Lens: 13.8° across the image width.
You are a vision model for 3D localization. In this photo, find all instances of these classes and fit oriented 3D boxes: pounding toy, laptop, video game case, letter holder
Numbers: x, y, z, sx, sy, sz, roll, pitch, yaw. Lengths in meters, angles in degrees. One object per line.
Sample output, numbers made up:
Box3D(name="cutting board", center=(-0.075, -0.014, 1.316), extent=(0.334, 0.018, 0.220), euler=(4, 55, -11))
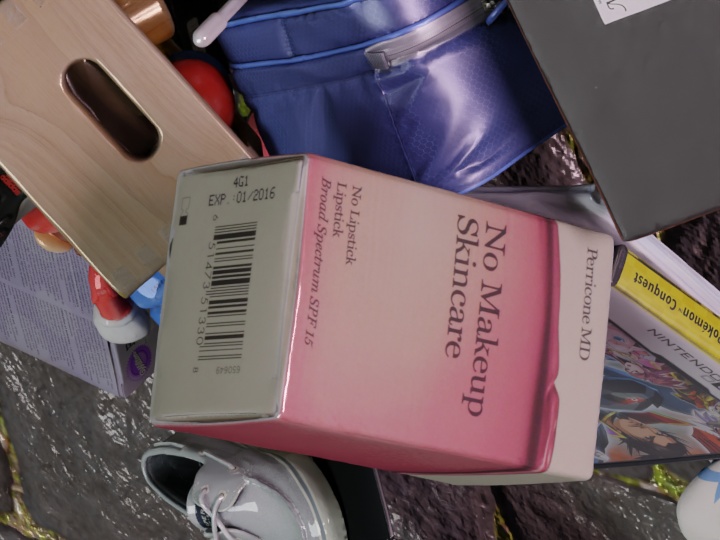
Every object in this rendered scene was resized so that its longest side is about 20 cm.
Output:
Box3D(name="pounding toy", center=(-0.138, -0.113, 1.578), extent=(0.200, 0.142, 0.184), euler=(48, -176, -9))
Box3D(name="laptop", center=(0.047, 0.145, 1.813), extent=(0.199, 0.104, 0.177), euler=(23, 165, -4))
Box3D(name="video game case", center=(0.130, 0.052, 1.597), extent=(0.180, 0.026, 0.200), euler=(34, 154, -30))
Box3D(name="letter holder", center=(0.138, -0.142, 1.437), extent=(0.100, 0.142, 0.201), euler=(-20, 110, 20))

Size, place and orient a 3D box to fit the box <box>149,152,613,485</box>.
Box3D(name="box", center=(0.012, 0.027, 1.443), extent=(0.109, 0.199, 0.128), euler=(-6, 75, 51))

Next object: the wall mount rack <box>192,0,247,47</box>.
Box3D(name="wall mount rack", center=(-0.020, -0.203, 1.494), extent=(0.200, 0.074, 0.175), euler=(-22, 63, 53))

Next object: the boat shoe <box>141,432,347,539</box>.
Box3D(name="boat shoe", center=(-0.078, 0.148, 1.903), extent=(0.201, 0.071, 0.070), euler=(23, 129, 58))

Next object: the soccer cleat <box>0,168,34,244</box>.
Box3D(name="soccer cleat", center=(-0.192, -0.071, 1.731), extent=(0.068, 0.200, 0.073), euler=(49, -173, -32))

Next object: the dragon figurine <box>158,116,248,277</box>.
Box3D(name="dragon figurine", center=(-0.055, -0.004, 1.770), extent=(0.200, 0.099, 0.059), euler=(51, 152, -13))

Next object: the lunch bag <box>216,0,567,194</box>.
Box3D(name="lunch bag", center=(0.023, -0.117, 1.522), extent=(0.200, 0.136, 0.133), euler=(-7, 113, 56))

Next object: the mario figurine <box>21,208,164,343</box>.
Box3D(name="mario figurine", center=(-0.129, -0.026, 1.828), extent=(0.200, 0.124, 0.106), euler=(44, 163, -13))

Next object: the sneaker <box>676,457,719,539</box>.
Box3D(name="sneaker", center=(0.239, 0.138, 1.592), extent=(0.200, 0.072, 0.072), euler=(-2, 123, 50))

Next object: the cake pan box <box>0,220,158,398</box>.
Box3D(name="cake pan box", center=(-0.221, -0.025, 1.963), extent=(0.184, 0.052, 0.201), euler=(23, 137, 36))

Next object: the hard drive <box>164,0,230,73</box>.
Box3D(name="hard drive", center=(-0.170, -0.177, 1.778), extent=(0.199, 0.038, 0.140), euler=(14, 132, 39))

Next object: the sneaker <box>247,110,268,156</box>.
Box3D(name="sneaker", center=(-0.007, -0.008, 1.712), extent=(0.200, 0.087, 0.074), euler=(53, 144, -4))

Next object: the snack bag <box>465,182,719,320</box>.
Box3D(name="snack bag", center=(0.111, 0.008, 1.581), extent=(0.200, 0.021, 0.188), euler=(2, 151, 49))
